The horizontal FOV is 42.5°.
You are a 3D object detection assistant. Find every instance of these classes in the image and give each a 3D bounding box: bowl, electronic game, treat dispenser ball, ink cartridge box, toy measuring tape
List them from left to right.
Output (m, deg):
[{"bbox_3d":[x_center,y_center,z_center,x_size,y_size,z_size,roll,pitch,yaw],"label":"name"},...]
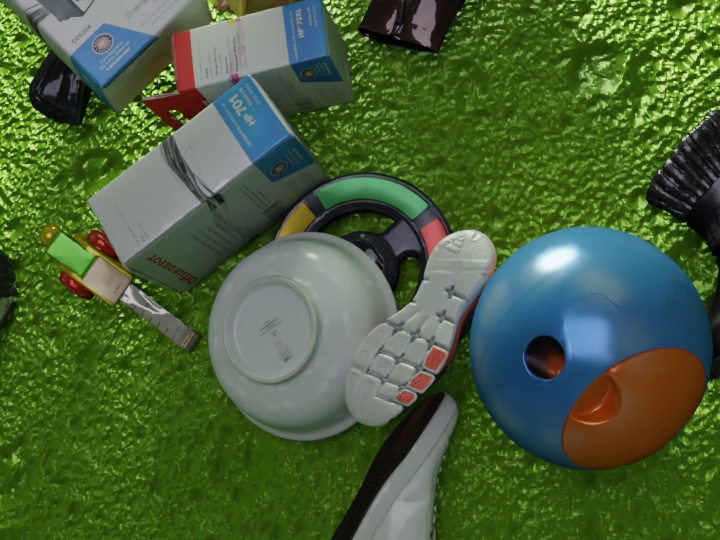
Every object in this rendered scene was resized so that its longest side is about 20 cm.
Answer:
[{"bbox_3d":[-0.278,-0.292,0.965,0.200,0.086,0.147,44,83,3],"label":"ink cartridge box"},{"bbox_3d":[-0.253,0.016,0.981,0.199,0.074,0.074,36,87,-5],"label":"toy measuring tape"},{"bbox_3d":[-0.144,-0.079,0.920,0.199,0.146,0.086,-35,73,3],"label":"ink cartridge box"},{"bbox_3d":[-0.117,-0.204,0.957,0.197,0.116,0.068,-11,76,10],"label":"ink cartridge box"},{"bbox_3d":[-0.069,0.058,0.870,0.198,0.090,0.204,-3,82,20],"label":"bowl"},{"bbox_3d":[0.000,0.000,0.923,0.197,0.042,0.203,-3,77,13],"label":"electronic game"},{"bbox_3d":[0.191,0.065,0.780,0.198,0.201,0.204,-3,77,13],"label":"treat dispenser ball"}]

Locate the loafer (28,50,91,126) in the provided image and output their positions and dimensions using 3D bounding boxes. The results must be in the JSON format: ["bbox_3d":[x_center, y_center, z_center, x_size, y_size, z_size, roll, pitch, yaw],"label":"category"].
[{"bbox_3d":[-0.299,-0.256,1.044,0.070,0.068,0.203,25,79,-4],"label":"loafer"}]

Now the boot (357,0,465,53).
[{"bbox_3d":[0.107,-0.298,0.953,0.198,0.072,0.168,16,84,23],"label":"boot"}]

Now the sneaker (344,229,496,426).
[{"bbox_3d":[0.066,0.062,0.842,0.077,0.082,0.201,34,81,28],"label":"sneaker"}]

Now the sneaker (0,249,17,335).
[{"bbox_3d":[-0.439,0.067,0.995,0.084,0.074,0.203,13,81,16],"label":"sneaker"}]

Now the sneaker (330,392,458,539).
[{"bbox_3d":[0.046,0.213,0.862,0.084,0.073,0.201,35,80,-13],"label":"sneaker"}]

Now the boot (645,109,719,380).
[{"bbox_3d":[0.318,-0.025,0.831,0.157,0.080,0.212,36,77,11],"label":"boot"}]

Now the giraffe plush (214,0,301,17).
[{"bbox_3d":[-0.095,-0.343,0.977,0.198,0.173,0.164,21,104,6],"label":"giraffe plush"}]
